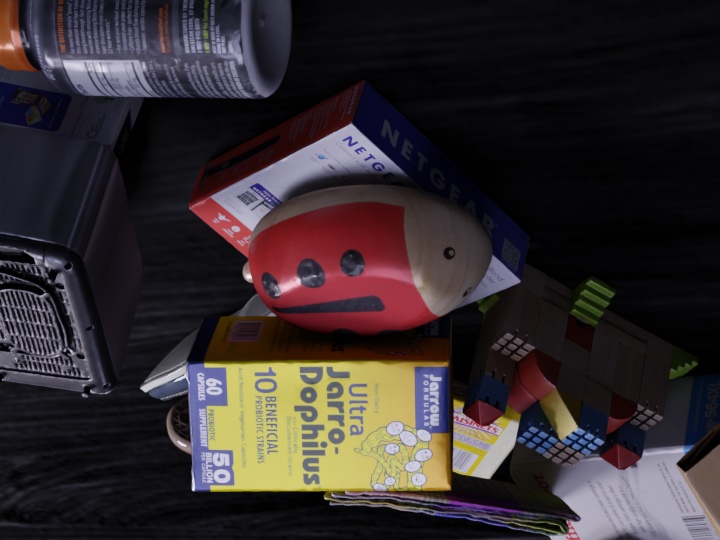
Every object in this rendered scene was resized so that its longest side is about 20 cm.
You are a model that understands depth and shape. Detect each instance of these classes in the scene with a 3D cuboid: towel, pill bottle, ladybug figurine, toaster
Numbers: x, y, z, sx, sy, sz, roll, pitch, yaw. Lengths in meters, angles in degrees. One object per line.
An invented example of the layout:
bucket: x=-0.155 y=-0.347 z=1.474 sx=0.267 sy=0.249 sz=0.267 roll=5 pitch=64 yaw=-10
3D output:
towel: x=0.066 y=0.181 z=1.558 sx=0.200 sy=0.023 sz=0.144 roll=9 pitch=-178 yaw=-5
pill bottle: x=-0.156 y=-0.174 z=1.351 sx=0.200 sy=0.106 sz=0.106 roll=3 pitch=139 yaw=16
ladybug figurine: x=0.000 y=0.000 z=1.453 sx=0.200 sy=0.072 sz=0.136 roll=-8 pitch=135 yaw=27
toaster: x=-0.267 y=-0.012 z=1.418 sx=0.181 sy=0.119 sz=0.200 roll=6 pitch=144 yaw=9

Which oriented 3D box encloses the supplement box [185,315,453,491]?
supplement box: x=-0.028 y=0.102 z=1.500 sx=0.200 sy=0.110 sz=0.109 roll=-1 pitch=107 yaw=3

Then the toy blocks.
toy blocks: x=0.165 y=0.089 z=1.531 sx=0.200 sy=0.137 sz=0.100 roll=28 pitch=139 yaw=-15

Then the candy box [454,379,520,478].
candy box: x=0.039 y=0.120 z=1.697 sx=0.200 sy=0.026 sz=0.102 roll=21 pitch=138 yaw=-7

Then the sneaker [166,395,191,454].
sneaker: x=-0.067 y=0.139 z=1.631 sx=0.200 sy=0.071 sz=0.076 roll=-4 pitch=144 yaw=-18

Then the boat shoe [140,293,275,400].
boat shoe: x=-0.106 y=0.071 z=1.655 sx=0.200 sy=0.075 sz=0.062 roll=-31 pitch=111 yaw=31

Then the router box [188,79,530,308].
router box: x=-0.001 y=-0.038 z=1.505 sx=0.179 sy=0.049 sz=0.200 roll=-25 pitch=126 yaw=39

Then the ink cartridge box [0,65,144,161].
ink cartridge box: x=-0.265 y=-0.132 z=1.442 sx=0.200 sy=0.100 sz=0.039 roll=12 pitch=142 yaw=6

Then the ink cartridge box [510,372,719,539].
ink cartridge box: x=0.246 y=0.167 z=1.637 sx=0.200 sy=0.084 sz=0.146 roll=-7 pitch=135 yaw=27

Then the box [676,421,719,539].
box: x=0.349 y=0.162 z=1.559 sx=0.021 sy=0.163 sz=0.200 roll=39 pitch=168 yaw=49
